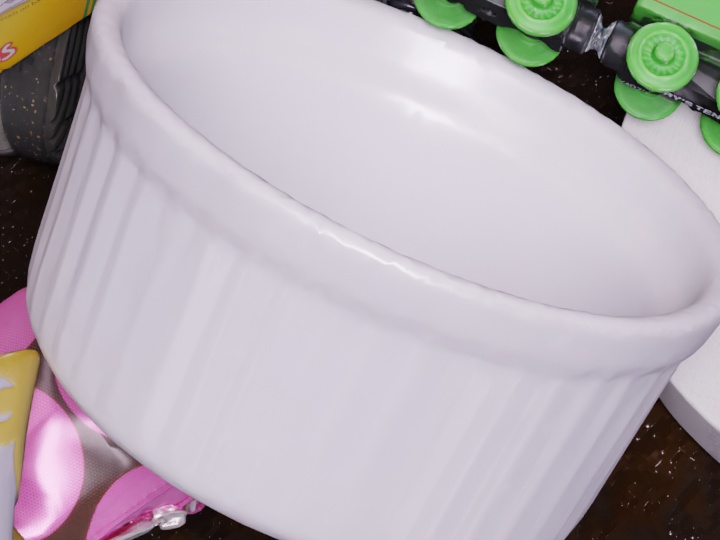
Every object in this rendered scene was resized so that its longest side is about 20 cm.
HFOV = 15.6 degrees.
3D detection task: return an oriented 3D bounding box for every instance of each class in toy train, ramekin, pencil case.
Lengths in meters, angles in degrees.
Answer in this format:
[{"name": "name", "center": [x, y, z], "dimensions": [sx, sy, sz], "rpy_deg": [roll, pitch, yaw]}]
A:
[{"name": "toy train", "center": [0.052, -0.097, 0.820], "dimensions": [0.200, 0.042, 0.057], "rpy_deg": [25, 76, 3]}, {"name": "ramekin", "center": [0.000, 0.000, 0.766], "dimensions": [0.200, 0.200, 0.098], "rpy_deg": [33, 113, 18]}, {"name": "pencil case", "center": [-0.140, 0.087, 0.810], "dimensions": [0.200, 0.091, 0.094], "rpy_deg": [-36, 79, -5]}]

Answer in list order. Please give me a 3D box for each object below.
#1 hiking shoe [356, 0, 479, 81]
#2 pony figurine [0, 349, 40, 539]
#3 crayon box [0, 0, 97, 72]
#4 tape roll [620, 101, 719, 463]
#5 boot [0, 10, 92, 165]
[{"name": "hiking shoe", "center": [0.029, -0.107, 0.878], "dimensions": [0.199, 0.076, 0.101], "rpy_deg": [-12, 79, 10]}, {"name": "pony figurine", "center": [-0.129, 0.138, 0.690], "dimensions": [0.193, 0.167, 0.200], "rpy_deg": [-15, 73, -33]}, {"name": "crayon box", "center": [-0.149, -0.096, 0.803], "dimensions": [0.200, 0.119, 0.058], "rpy_deg": [-34, 71, 1]}, {"name": "tape roll", "center": [0.177, -0.016, 0.832], "dimensions": [0.202, 0.037, 0.203], "rpy_deg": [-3, 68, 7]}, {"name": "boot", "center": [-0.140, -0.130, 0.907], "dimensions": [0.130, 0.068, 0.201], "rpy_deg": [6, 68, 15]}]
